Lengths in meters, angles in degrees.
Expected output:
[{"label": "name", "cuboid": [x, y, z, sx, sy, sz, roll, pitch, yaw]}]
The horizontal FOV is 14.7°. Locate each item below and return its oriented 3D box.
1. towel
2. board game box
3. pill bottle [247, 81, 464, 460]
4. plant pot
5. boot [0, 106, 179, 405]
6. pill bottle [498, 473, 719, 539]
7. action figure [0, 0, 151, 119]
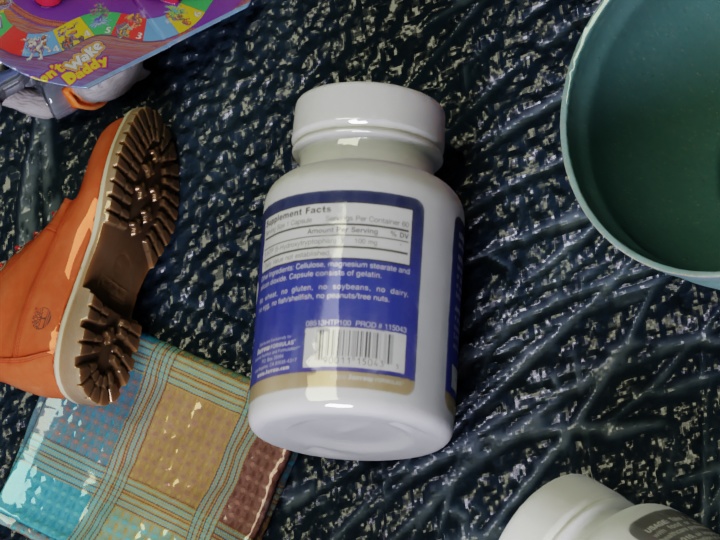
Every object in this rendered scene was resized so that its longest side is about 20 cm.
[{"label": "towel", "cuboid": [-0.132, 0.118, 1.717, 0.199, 0.022, 0.147, 20, 85, 36]}, {"label": "board game box", "cuboid": [-0.163, -0.205, 1.780, 0.199, 0.039, 0.158, -28, 59, -15]}, {"label": "pill bottle", "cuboid": [0.000, 0.000, 1.613, 0.119, 0.120, 0.201, -7, 69, 31]}, {"label": "plant pot", "cuboid": [0.225, -0.073, 1.483, 0.199, 0.134, 0.201, -12, 66, 30]}, {"label": "boot", "cuboid": [-0.183, -0.014, 1.752, 0.107, 0.075, 0.201, 2, 63, 33]}, {"label": "pill bottle", "cuboid": [0.167, 0.190, 1.439, 0.200, 0.113, 0.113, 31, 91, 37]}, {"label": "action figure", "cuboid": [-0.214, -0.169, 1.851, 0.193, 0.105, 0.200, 23, 61, 29]}]
